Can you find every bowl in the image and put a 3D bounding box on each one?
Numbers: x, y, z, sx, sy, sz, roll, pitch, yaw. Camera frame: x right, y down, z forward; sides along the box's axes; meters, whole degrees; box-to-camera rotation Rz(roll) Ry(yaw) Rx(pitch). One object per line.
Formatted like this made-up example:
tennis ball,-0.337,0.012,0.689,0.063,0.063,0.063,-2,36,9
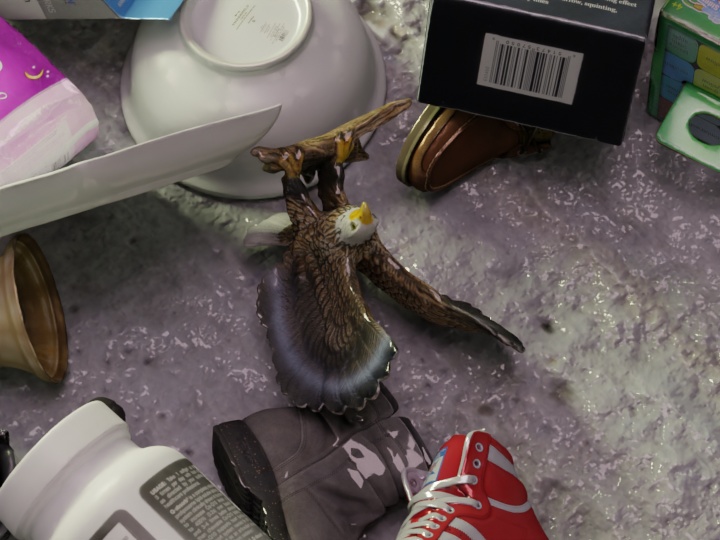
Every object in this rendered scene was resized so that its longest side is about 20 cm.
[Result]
bowl,-0.080,-0.159,1.623,0.199,0.091,0.202,-1,60,2

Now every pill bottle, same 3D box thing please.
pill bottle,-0.117,0.179,1.346,0.200,0.116,0.116,43,69,11

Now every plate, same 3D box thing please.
plate,-0.177,-0.058,1.495,0.199,0.199,0.033,-23,97,-49

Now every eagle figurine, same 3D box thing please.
eagle figurine,-0.001,-0.001,1.508,0.151,0.151,0.201,-28,79,15

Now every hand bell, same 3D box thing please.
hand bell,-0.309,0.048,1.523,0.199,0.104,0.105,-14,59,7

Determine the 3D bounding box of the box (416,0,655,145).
box,0.133,-0.205,1.567,0.147,0.107,0.201,13,50,5

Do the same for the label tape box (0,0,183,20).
label tape box,-0.201,-0.248,1.639,0.199,0.064,0.145,3,44,29

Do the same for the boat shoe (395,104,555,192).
boat shoe,0.112,-0.118,1.603,0.068,0.072,0.200,39,68,23

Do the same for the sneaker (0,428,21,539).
sneaker,-0.260,0.189,1.393,0.077,0.140,0.201,12,60,8

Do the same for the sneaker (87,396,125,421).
sneaker,-0.141,0.185,1.441,0.115,0.076,0.201,8,70,0

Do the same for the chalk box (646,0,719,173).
chalk box,0.284,-0.158,1.592,0.124,0.124,0.200,29,64,17

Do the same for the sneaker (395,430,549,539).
sneaker,0.042,0.163,1.383,0.199,0.071,0.113,-5,70,-52

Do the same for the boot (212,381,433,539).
boot,-0.003,0.159,1.451,0.131,0.070,0.201,-18,67,-17

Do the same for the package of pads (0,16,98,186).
package of pads,-0.296,-0.083,1.592,0.120,0.076,0.200,40,68,21
